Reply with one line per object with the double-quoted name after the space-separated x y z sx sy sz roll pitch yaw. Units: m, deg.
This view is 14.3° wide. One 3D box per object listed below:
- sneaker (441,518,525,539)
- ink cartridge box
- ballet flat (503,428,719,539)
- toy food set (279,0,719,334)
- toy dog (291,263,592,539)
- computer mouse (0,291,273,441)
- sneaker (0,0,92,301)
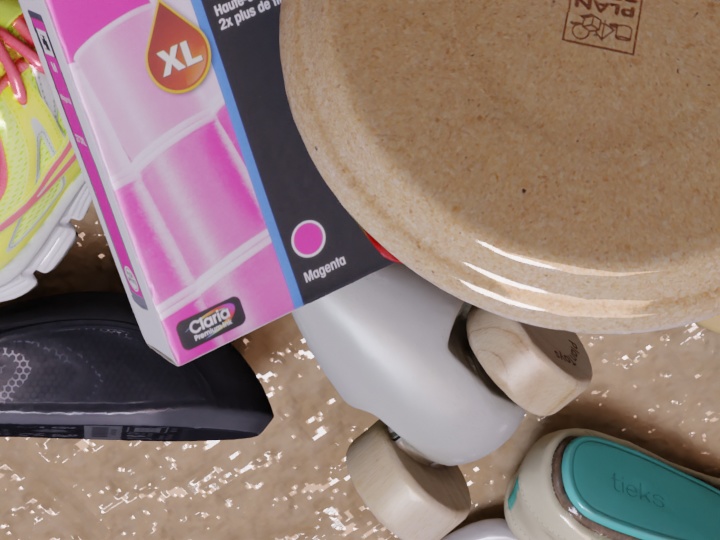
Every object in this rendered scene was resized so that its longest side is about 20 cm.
0.024 0.198 1.155 0.071 0.099 0.200 23 114 -15 "sneaker"
-0.056 -0.077 0.939 0.095 0.037 0.200 -26 111 -17 "ink cartridge box"
0.146 0.118 1.146 0.200 0.070 0.070 24 116 -15 "ballet flat"
0.073 -0.070 0.896 0.200 0.198 0.049 -3 158 -7 "toy food set"
0.000 0.000 1.058 0.132 0.096 0.200 -23 105 12 "toy dog"
-0.130 0.033 1.051 0.200 0.138 0.053 2 82 -10 "computer mouse"
-0.109 -0.075 0.966 0.078 0.090 0.200 34 104 24 "sneaker"
